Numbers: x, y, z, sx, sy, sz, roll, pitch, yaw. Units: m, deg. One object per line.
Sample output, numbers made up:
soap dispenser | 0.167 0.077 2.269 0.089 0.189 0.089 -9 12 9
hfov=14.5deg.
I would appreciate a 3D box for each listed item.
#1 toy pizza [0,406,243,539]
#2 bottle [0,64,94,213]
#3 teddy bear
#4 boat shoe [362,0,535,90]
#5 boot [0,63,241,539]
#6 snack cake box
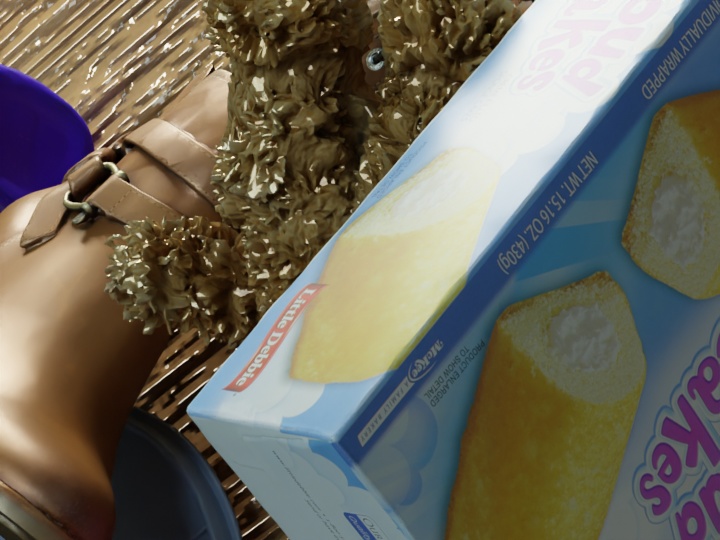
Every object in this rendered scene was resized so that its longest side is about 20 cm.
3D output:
toy pizza | -0.105 0.141 0.931 0.200 0.032 0.201 -19 59 35
bottle | -0.191 -0.017 1.052 0.200 0.083 0.065 -20 57 37
teddy bear | 0.000 0.000 0.796 0.067 0.145 0.200 -71 2 -57
boat shoe | 0.048 -0.071 0.827 0.200 0.072 0.068 -25 60 43
boot | -0.072 0.011 0.900 0.155 0.077 0.200 -41 18 -1
snack cake box | 0.064 0.006 0.719 0.200 0.115 0.067 -50 29 -23
